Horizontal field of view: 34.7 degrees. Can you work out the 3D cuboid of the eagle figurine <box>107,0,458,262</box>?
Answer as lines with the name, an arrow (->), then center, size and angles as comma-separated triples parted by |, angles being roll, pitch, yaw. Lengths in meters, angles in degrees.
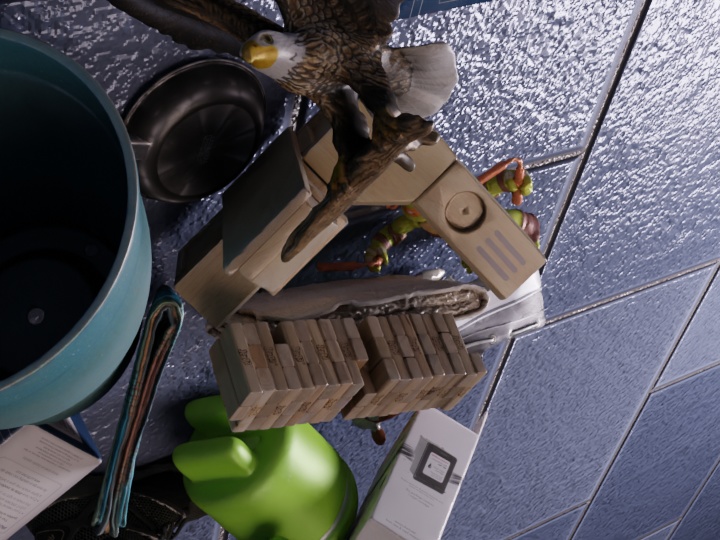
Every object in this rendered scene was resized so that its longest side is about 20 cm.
eagle figurine -> -0.041, -0.134, 0.625 | 0.151, 0.201, 0.151 | -36, 174, -7

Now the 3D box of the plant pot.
plant pot -> -0.203, 0.000, 0.647 | 0.199, 0.201, 0.188 | -32, 162, -9

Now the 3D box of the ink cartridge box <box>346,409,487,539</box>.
ink cartridge box -> 0.045, 0.209, 1.069 | 0.117, 0.066, 0.201 | -62, 178, 38

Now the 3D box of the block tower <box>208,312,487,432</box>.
block tower -> -0.009, 0.068, 0.802 | 0.198, 0.058, 0.054 | 1, 145, -35

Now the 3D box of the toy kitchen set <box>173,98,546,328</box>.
toy kitchen set -> 0.000, 0.000, 0.782 | 0.200, 0.163, 0.180 | -43, 108, 9

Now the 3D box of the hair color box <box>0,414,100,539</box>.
hair color box -> -0.301, 0.166, 0.843 | 0.199, 0.061, 0.100 | -39, 147, 0

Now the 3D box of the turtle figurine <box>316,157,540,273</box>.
turtle figurine -> 0.070, -0.041, 0.960 | 0.199, 0.065, 0.160 | -30, 151, 26

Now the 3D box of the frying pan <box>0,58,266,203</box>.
frying pan -> -0.130, -0.095, 0.742 | 0.115, 0.031, 0.189 | -51, 147, 16

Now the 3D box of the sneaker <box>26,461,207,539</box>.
sneaker -> -0.184, 0.229, 0.997 | 0.198, 0.115, 0.077 | 2, 132, -47

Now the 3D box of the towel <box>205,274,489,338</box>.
towel -> -0.015, 0.028, 0.899 | 0.197, 0.132, 0.035 | -8, 98, -28

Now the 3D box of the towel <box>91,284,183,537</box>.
towel -> -0.146, 0.083, 0.772 | 0.021, 0.200, 0.149 | 16, 88, -9

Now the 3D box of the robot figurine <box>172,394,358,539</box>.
robot figurine -> -0.078, 0.185, 1.017 | 0.114, 0.177, 0.200 | -14, 136, 28

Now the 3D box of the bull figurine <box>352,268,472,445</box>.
bull figurine -> 0.048, 0.079, 1.080 | 0.120, 0.065, 0.201 | -25, 145, -23

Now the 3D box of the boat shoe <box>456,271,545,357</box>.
boat shoe -> 0.077, 0.057, 0.981 | 0.198, 0.071, 0.069 | -22, 104, -30

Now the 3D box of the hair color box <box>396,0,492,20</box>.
hair color box -> 0.079, -0.221, 0.721 | 0.198, 0.100, 0.061 | -17, 141, -28
